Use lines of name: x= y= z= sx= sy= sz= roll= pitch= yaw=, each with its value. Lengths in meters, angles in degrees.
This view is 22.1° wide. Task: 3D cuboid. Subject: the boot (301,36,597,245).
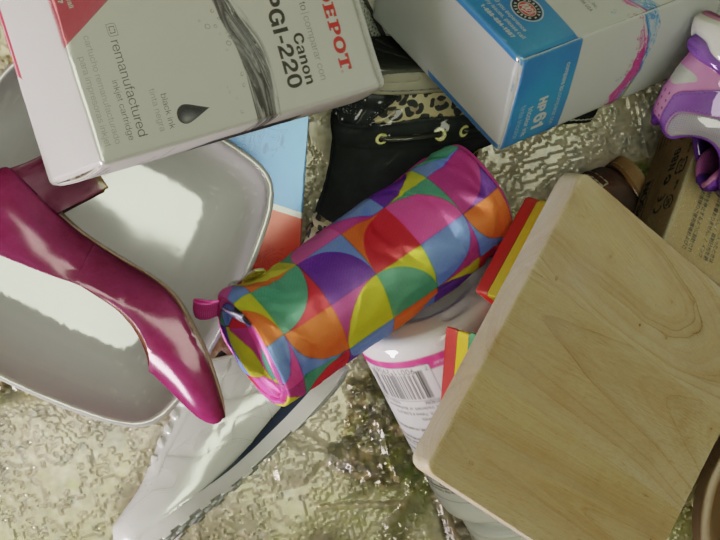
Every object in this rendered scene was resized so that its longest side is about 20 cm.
boot: x=0.059 y=-0.076 z=1.250 sx=0.203 sy=0.073 sz=0.154 roll=1 pitch=118 yaw=-29

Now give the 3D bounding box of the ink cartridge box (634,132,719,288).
ink cartridge box: x=0.281 y=-0.056 z=1.240 sx=0.165 sy=0.075 sz=0.200 roll=27 pitch=70 yaw=-12

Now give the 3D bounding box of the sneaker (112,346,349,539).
sneaker: x=-0.101 y=0.110 z=1.253 sx=0.200 sy=0.076 sz=0.081 roll=-44 pitch=88 yaw=-5

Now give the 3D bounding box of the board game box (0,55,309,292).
board game box: x=-0.137 y=-0.063 z=1.237 sx=0.200 sy=0.040 sz=0.153 roll=3 pitch=96 yaw=-7

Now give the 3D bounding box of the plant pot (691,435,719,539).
plant pot: x=0.322 y=0.166 z=1.293 sx=0.200 sy=0.093 sz=0.201 roll=-1 pitch=97 yaw=-7

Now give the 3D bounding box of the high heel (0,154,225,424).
high heel: x=-0.164 y=0.024 z=1.115 sx=0.096 sy=0.067 sz=0.200 roll=-32 pitch=85 yaw=-12

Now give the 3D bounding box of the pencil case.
pencil case: x=0.000 y=0.000 z=1.152 sx=0.200 sy=0.088 sz=0.089 roll=-32 pitch=99 yaw=-18

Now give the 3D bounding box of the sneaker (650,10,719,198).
sneaker: x=0.258 y=-0.072 z=1.160 sx=0.200 sy=0.081 sz=0.089 roll=37 pitch=97 yaw=-22

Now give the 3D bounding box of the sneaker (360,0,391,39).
sneaker: x=-0.044 y=-0.222 z=1.213 sx=0.082 sy=0.078 sz=0.200 roll=-32 pitch=99 yaw=-1

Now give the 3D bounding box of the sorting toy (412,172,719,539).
sorting toy: x=0.132 y=0.071 z=1.147 sx=0.200 sy=0.070 sz=0.199 roll=36 pitch=78 yaw=-34

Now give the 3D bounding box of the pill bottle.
pill bottle: x=0.085 y=0.095 z=1.231 sx=0.113 sy=0.113 sz=0.200 roll=-28 pitch=115 yaw=-3

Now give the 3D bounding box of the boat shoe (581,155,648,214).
boat shoe: x=0.199 y=0.022 z=1.274 sx=0.070 sy=0.070 sz=0.200 roll=-31 pitch=89 yaw=-15

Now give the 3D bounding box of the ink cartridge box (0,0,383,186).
ink cartridge box: x=-0.102 y=-0.148 z=1.103 sx=0.200 sy=0.085 sz=0.146 roll=-19 pitch=94 yaw=-31

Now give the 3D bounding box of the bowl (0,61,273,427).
bowl: x=-0.174 y=-0.018 z=1.180 sx=0.199 sy=0.075 sz=0.200 roll=27 pitch=92 yaw=-9

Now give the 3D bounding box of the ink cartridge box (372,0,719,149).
ink cartridge box: x=0.131 y=-0.179 z=1.172 sx=0.200 sy=0.085 sz=0.145 roll=-24 pitch=56 yaw=-25
